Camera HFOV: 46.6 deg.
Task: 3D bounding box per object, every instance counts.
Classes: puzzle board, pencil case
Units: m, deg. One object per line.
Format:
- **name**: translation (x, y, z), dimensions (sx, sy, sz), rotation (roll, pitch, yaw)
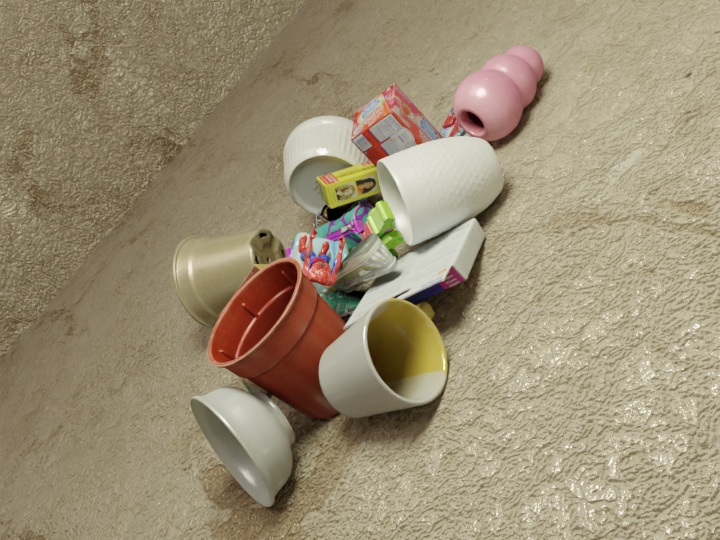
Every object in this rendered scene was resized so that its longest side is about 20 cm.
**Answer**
- **puzzle board**: translation (0.212, -0.301, 1.623), dimensions (0.150, 0.017, 0.201), rotation (-11, 44, 51)
- **pencil case**: translation (-0.045, -0.059, 1.591), dimensions (0.199, 0.092, 0.086), rotation (-25, 74, 40)

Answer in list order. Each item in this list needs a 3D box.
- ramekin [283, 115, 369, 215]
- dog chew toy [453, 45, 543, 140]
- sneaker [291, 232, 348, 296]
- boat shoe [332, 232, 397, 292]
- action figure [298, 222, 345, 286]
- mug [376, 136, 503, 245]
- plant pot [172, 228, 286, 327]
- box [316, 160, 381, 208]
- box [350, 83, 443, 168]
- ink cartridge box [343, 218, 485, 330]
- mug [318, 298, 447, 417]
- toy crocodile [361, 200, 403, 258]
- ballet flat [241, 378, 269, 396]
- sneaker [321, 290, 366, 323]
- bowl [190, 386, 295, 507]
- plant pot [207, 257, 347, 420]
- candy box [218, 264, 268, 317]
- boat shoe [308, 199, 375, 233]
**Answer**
- **ramekin**: translation (-0.063, -0.202, 1.696), dimensions (0.199, 0.200, 0.106), rotation (-31, 34, 29)
- **dog chew toy**: translation (0.254, -0.324, 1.485), dimensions (0.200, 0.125, 0.124), rotation (-49, 25, -22)
- **sneaker**: translation (-0.064, 0.036, 1.506), dimensions (0.080, 0.129, 0.202), rotation (93, -177, -89)
- **boat shoe**: translation (0.001, -0.001, 1.378), dimensions (0.075, 0.065, 0.202), rotation (-51, 5, -26)
- **action figure**: translation (-0.064, -0.038, 1.367), dimensions (0.200, 0.065, 0.100), rotation (-110, 36, -70)
- **mug**: translation (0.132, -0.135, 1.377), dimensions (0.174, 0.149, 0.200), rotation (-22, -8, -8)
- **plant pot**: translation (-0.257, 0.001, 1.742), dimensions (0.182, 0.201, 0.201), rotation (-16, 37, 27)
- **box**: translation (0.021, -0.178, 1.600), dimensions (0.198, 0.050, 0.075), rotation (-19, 24, -10)
- **box**: translation (0.084, -0.217, 1.488), dimensions (0.099, 0.200, 0.096), rotation (-31, 32, 29)
- **ink cartridge box**: translation (0.087, 0.017, 1.288), dimensions (0.196, 0.043, 0.200), rotation (-28, 17, 33)
- **mug**: translation (0.032, 0.135, 1.186), dimensions (0.153, 0.186, 0.151), rotation (-33, 70, 44)
- **toy crocodile**: translation (0.028, -0.054, 1.410), dimensions (0.061, 0.068, 0.200), rotation (-20, -18, -12)
- **ballet flat**: translation (-0.167, 0.139, 1.521), dimensions (0.068, 0.067, 0.201), rotation (-28, 32, 35)
- **sneaker**: translation (-0.064, 0.095, 1.444), dimensions (0.198, 0.088, 0.075), rotation (-11, 27, 14)
- **bowl**: translation (-0.162, 0.247, 1.256), dimensions (0.090, 0.202, 0.201), rotation (-36, 20, -25)
- **plant pot**: translation (-0.099, 0.120, 1.298), dimensions (0.200, 0.195, 0.201), rotation (-35, 29, 23)
- **candy box**: translation (-0.178, 0.049, 1.550), dimensions (0.117, 0.056, 0.200), rotation (-54, -10, 7)
- **boat shoe**: translation (-0.050, -0.100, 1.673), dimensions (0.199, 0.072, 0.073), rotation (-26, 32, 36)
